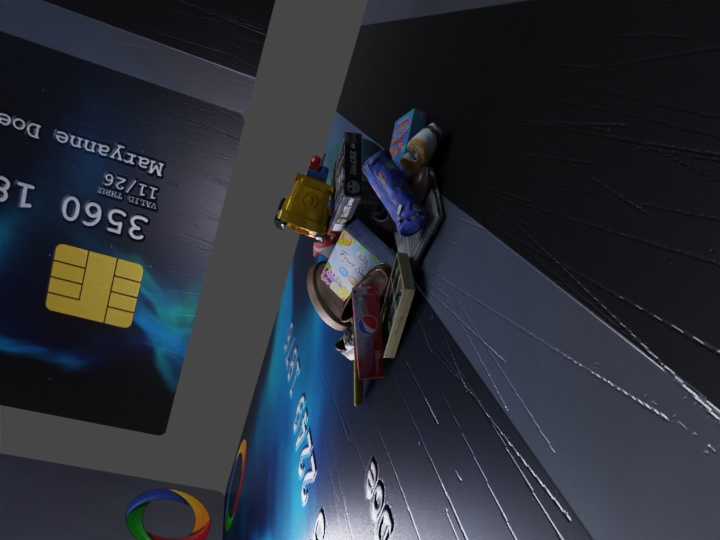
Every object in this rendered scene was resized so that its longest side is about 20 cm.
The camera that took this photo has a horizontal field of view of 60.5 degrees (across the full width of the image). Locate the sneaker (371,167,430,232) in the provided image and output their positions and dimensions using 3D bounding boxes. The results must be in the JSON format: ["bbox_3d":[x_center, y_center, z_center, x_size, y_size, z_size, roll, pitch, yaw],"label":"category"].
[{"bbox_3d":[0.093,-0.165,1.439,0.202,0.073,0.072,123,156,-44],"label":"sneaker"}]

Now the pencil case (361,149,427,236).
[{"bbox_3d":[0.074,-0.172,1.367,0.078,0.086,0.204,-42,64,28],"label":"pencil case"}]

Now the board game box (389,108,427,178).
[{"bbox_3d":[0.115,-0.312,1.654,0.152,0.044,0.207,177,106,-74],"label":"board game box"}]

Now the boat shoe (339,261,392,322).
[{"bbox_3d":[0.014,0.061,1.488,0.201,0.072,0.068,-49,-4,39],"label":"boat shoe"}]

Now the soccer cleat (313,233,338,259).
[{"bbox_3d":[-0.036,-0.042,1.695,0.067,0.194,0.078,-67,-2,-66],"label":"soccer cleat"}]

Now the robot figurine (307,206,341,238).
[{"bbox_3d":[-0.063,-0.123,1.848,0.144,0.193,0.121,-178,98,-78],"label":"robot figurine"}]

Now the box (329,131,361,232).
[{"bbox_3d":[-0.038,-0.207,1.484,0.201,0.047,0.167,121,150,-67],"label":"box"}]

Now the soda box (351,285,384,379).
[{"bbox_3d":[0.017,0.144,1.433,0.070,0.061,0.207,-106,11,-74],"label":"soda box"}]

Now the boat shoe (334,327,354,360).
[{"bbox_3d":[-0.016,0.186,1.645,0.201,0.064,0.074,132,151,-59],"label":"boat shoe"}]

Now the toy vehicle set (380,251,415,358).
[{"bbox_3d":[0.080,0.080,1.401,0.126,0.026,0.205,-98,17,-53],"label":"toy vehicle set"}]

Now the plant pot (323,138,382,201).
[{"bbox_3d":[-0.010,-0.246,1.776,0.164,0.194,0.203,-95,25,-44],"label":"plant pot"}]

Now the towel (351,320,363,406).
[{"bbox_3d":[-0.009,0.226,1.528,0.086,0.017,0.208,24,-116,-78],"label":"towel"}]

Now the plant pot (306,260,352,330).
[{"bbox_3d":[-0.051,0.055,1.720,0.091,0.200,0.205,-29,39,28],"label":"plant pot"}]

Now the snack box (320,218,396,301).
[{"bbox_3d":[0.000,0.000,1.564,0.067,0.168,0.202,-37,-16,-43],"label":"snack box"}]

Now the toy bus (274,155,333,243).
[{"bbox_3d":[-0.128,-0.180,1.543,0.200,0.131,0.199,175,112,-83],"label":"toy bus"}]

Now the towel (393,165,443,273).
[{"bbox_3d":[0.131,-0.115,1.439,0.204,0.033,0.196,-93,22,-49],"label":"towel"}]

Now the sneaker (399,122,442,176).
[{"bbox_3d":[0.152,-0.282,1.483,0.088,0.076,0.200,-47,-1,-13],"label":"sneaker"}]

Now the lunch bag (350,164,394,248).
[{"bbox_3d":[0.025,-0.158,1.628,0.171,0.134,0.204,-89,6,-47],"label":"lunch bag"}]
